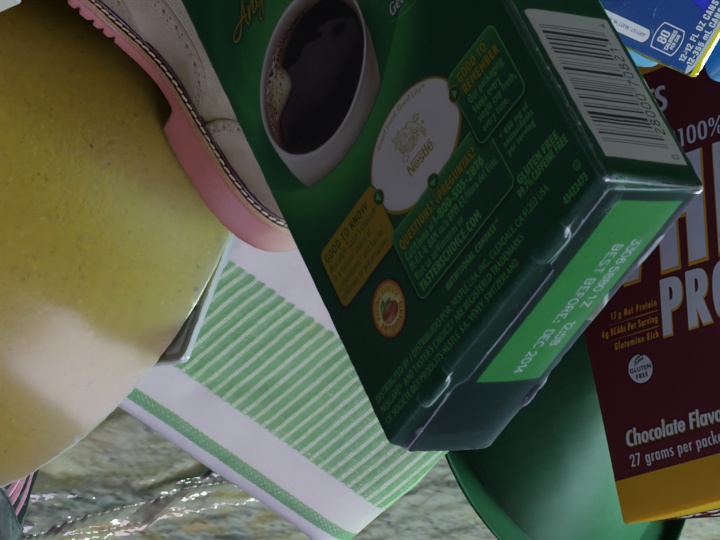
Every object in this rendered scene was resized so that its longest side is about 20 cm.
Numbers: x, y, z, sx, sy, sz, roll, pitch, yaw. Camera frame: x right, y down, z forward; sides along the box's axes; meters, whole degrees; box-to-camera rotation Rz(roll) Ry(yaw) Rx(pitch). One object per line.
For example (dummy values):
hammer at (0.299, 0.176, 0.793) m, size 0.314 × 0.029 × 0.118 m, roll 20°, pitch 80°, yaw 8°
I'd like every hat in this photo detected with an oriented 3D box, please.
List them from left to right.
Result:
hat at (0.142, 0.033, 1.319) m, size 0.165 × 0.201 × 0.176 m, roll -28°, pitch 177°, yaw -46°

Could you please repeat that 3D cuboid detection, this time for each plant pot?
plant pot at (-0.161, -0.037, 1.031) m, size 0.200 × 0.200 × 0.142 m, roll -37°, pitch 127°, yaw 20°

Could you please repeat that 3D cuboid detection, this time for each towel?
towel at (0.000, 0.000, 1.073) m, size 0.152 × 0.023 × 0.200 m, roll 36°, pitch 104°, yaw -18°

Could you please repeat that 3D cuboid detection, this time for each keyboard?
keyboard at (-0.123, 0.019, 1.067) m, size 0.199 × 0.056 × 0.011 m, roll -9°, pitch 137°, yaw 45°

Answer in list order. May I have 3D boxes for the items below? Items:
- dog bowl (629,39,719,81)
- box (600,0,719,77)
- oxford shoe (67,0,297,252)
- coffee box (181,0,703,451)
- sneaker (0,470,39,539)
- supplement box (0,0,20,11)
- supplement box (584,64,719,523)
dog bowl at (0.129, -0.101, 1.007) m, size 0.199 × 0.050 × 0.111 m, roll 10°, pitch 163°, yaw -14°
box at (0.112, -0.165, 0.837) m, size 0.070 × 0.064 × 0.201 m, roll 20°, pitch 106°, yaw -34°
oxford shoe at (-0.055, -0.106, 0.983) m, size 0.074 × 0.200 × 0.071 m, roll -32°, pitch -175°, yaw 47°
coffee box at (0.016, -0.063, 0.831) m, size 0.044 × 0.201 × 0.123 m, roll 1°, pitch 139°, yaw -38°
sneaker at (-0.159, 0.064, 1.281) m, size 0.095 × 0.079 × 0.200 m, roll -26°, pitch 152°, yaw -20°
supplement box at (-0.226, -0.113, 0.907) m, size 0.199 × 0.126 × 0.074 m, roll -22°, pitch 148°, yaw -3°
supplement box at (0.195, -0.005, 1.183) m, size 0.132 × 0.198 × 0.200 m, roll -19°, pitch 166°, yaw 34°
